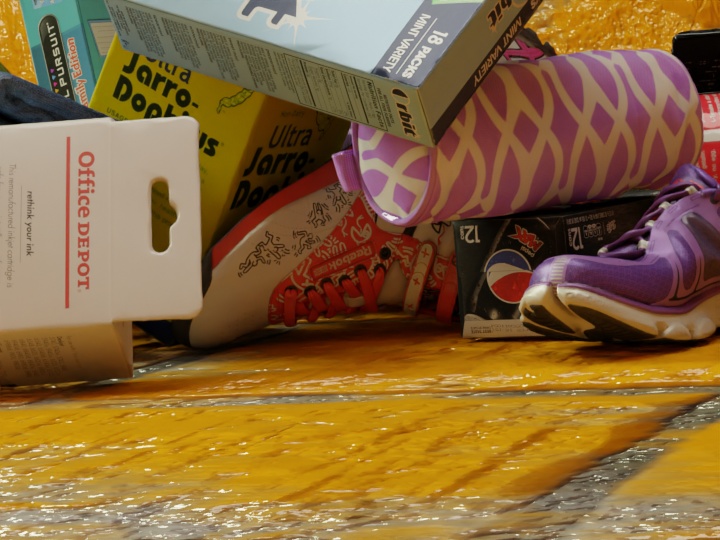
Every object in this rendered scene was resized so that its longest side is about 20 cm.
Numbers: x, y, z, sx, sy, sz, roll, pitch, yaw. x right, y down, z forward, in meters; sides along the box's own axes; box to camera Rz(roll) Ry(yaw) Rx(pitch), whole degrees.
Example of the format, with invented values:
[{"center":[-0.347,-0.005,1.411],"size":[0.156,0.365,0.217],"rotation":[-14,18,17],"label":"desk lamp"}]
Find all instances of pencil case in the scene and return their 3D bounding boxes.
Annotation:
[{"center":[0.085,-0.069,1.312],"size":[0.199,0.085,0.085],"rotation":[-7,-16,-32],"label":"pencil case"}]

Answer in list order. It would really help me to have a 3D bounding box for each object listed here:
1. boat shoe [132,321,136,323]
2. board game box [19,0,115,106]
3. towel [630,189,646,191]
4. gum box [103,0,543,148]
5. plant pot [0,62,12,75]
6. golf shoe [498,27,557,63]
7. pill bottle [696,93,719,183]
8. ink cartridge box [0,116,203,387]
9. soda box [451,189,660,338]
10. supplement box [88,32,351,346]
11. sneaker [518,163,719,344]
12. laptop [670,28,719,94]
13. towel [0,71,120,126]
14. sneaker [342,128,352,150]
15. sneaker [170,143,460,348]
[{"center":[-0.193,0.021,1.380],"size":[0.199,0.071,0.070],"rotation":[-4,41,44],"label":"boat shoe"},{"center":[-0.139,-0.109,1.590],"size":[0.047,0.202,0.151],"rotation":[-21,-14,31],"label":"board game box"},{"center":[0.068,-0.027,1.510],"size":[0.198,0.031,0.149],"rotation":[-5,-26,-13],"label":"towel"},{"center":[-0.004,-0.160,1.279],"size":[0.199,0.045,0.170],"rotation":[20,58,30],"label":"gum box"},{"center":[-0.266,-0.038,1.554],"size":[0.198,0.202,0.190],"rotation":[-6,17,-22],"label":"plant pot"},{"center":[0.056,-0.105,1.385],"size":[0.072,0.093,0.200],"rotation":[-10,-32,29],"label":"golf shoe"},{"center":[0.210,-0.058,1.653],"size":[0.198,0.113,0.112],"rotation":[-4,4,1],"label":"pill bottle"},{"center":[-0.173,-0.006,1.233],"size":[0.198,0.117,0.068],"rotation":[-4,-26,2],"label":"ink cartridge box"},{"center":[0.125,-0.006,1.367],"size":[0.070,0.064,0.200],"rotation":[-3,4,31],"label":"soda box"},{"center":[-0.082,-0.074,1.408],"size":[0.109,0.201,0.109],"rotation":[31,20,23],"label":"supplement box"},{"center":[0.149,-0.009,1.243],"size":[0.080,0.084,0.199],"rotation":[-1,6,43],"label":"sneaker"},{"center":[0.300,-0.092,1.714],"size":[0.176,0.104,0.200],"rotation":[-4,-13,3],"label":"laptop"},{"center":[-0.206,-0.081,1.363],"size":[0.111,0.049,0.199],"rotation":[21,-2,-36],"label":"towel"},{"center":[0.023,-0.037,1.557],"size":[0.087,0.076,0.200],"rotation":[-1,-17,10],"label":"sneaker"},{"center":[0.000,-0.001,1.366],"size":[0.201,0.108,0.067],"rotation":[-38,-22,-24],"label":"sneaker"}]
